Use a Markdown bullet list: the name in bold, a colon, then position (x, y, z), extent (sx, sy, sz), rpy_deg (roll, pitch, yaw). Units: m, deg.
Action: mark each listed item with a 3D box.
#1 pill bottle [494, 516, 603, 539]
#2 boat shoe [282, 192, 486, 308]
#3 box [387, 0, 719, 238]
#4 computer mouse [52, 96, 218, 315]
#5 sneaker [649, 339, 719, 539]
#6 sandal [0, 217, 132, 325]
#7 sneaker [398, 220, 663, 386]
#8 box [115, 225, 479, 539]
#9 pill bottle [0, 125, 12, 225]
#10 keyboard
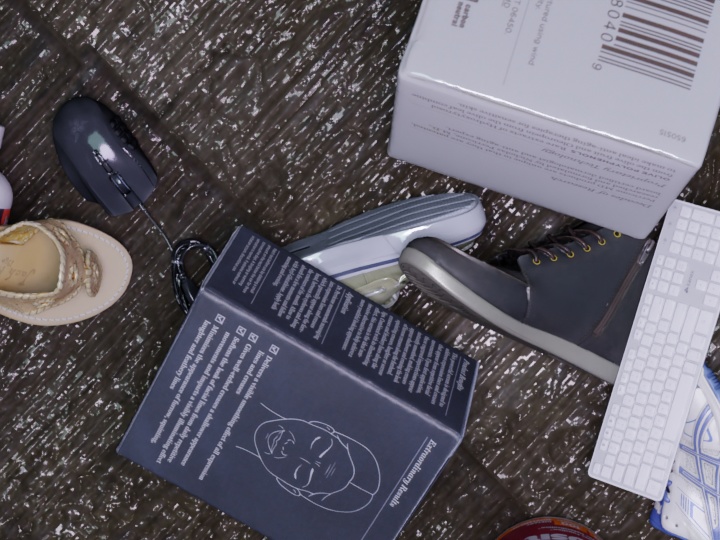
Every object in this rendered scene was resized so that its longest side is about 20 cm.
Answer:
- **pill bottle**: position (0.132, 0.240, 1.087), extent (0.111, 0.200, 0.115), rpy_deg (0, 93, 3)
- **boat shoe**: position (0.000, 0.000, 1.159), extent (0.198, 0.072, 0.063), rpy_deg (-18, 109, 12)
- **box**: position (0.138, -0.159, 1.059), extent (0.198, 0.171, 0.201), rpy_deg (17, 76, 3)
- **computer mouse**: position (-0.159, -0.040, 1.177), extent (0.058, 0.034, 0.201), rpy_deg (-37, 90, 4)
- **sneaker**: position (0.237, 0.146, 1.139), extent (0.087, 0.075, 0.202), rpy_deg (-24, 89, 9)
- **sandal**: position (-0.230, 0.000, 1.101), extent (0.210, 0.069, 0.079), rpy_deg (15, 93, -41)
- **sneaker**: position (0.121, -0.005, 1.123), extent (0.199, 0.075, 0.107), rpy_deg (26, 87, -29)
- **box**: position (-0.041, 0.093, 1.108), extent (0.198, 0.107, 0.149), rpy_deg (30, 117, -3)
- **pill bottle**: position (-0.314, -0.014, 1.149), extent (0.111, 0.112, 0.203), rpy_deg (16, 94, 3)
- **keyboard**: position (0.212, 0.054, 1.114), extent (0.056, 0.011, 0.203), rpy_deg (17, 91, 32)
